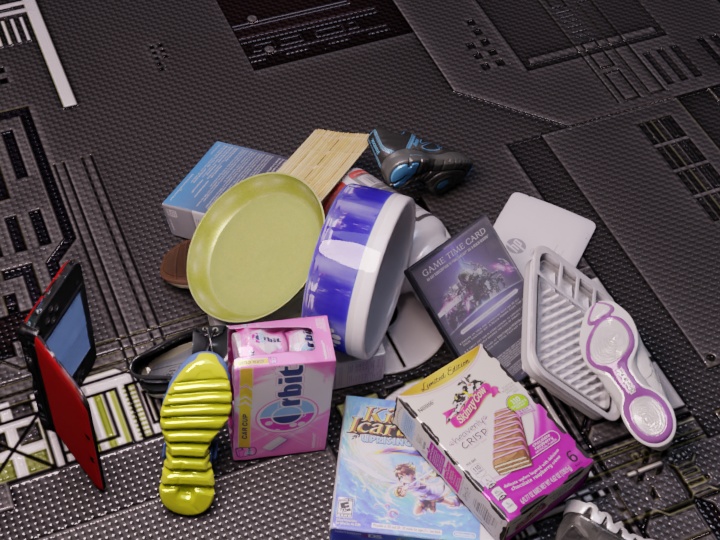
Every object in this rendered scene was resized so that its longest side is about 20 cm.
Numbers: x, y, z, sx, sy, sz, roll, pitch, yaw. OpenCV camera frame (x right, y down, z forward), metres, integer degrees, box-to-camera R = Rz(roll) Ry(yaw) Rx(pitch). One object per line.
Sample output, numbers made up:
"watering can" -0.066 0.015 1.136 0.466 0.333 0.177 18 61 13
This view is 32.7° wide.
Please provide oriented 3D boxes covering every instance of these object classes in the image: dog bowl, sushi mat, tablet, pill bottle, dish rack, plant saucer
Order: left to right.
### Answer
"plant saucer" -0.123 -0.025 1.507 0.199 0.031 0.201 -13 61 24
"sushi mat" -0.060 -0.136 1.629 0.095 0.012 0.200 10 36 22
"dog bowl" 0.000 0.000 1.464 0.078 0.201 0.201 16 51 11
"pill bottle" 0.041 -0.041 1.628 0.200 0.116 0.116 35 57 23
"tablet" 0.233 -0.022 1.693 0.130 0.014 0.200 23 52 15
"dish rack" 0.260 0.084 1.547 0.171 0.043 0.201 34 44 -28

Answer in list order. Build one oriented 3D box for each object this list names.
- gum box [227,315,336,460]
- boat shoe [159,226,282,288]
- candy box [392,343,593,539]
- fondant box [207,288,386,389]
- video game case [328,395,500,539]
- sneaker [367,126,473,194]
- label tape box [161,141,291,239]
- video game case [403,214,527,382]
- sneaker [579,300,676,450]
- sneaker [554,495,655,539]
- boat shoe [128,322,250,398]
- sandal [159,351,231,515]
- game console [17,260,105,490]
"gum box" -0.094 0.135 1.418 0.113 0.200 0.066 -5 51 -11
"boat shoe" -0.167 -0.002 1.595 0.202 0.075 0.075 -6 57 32
"candy box" 0.150 0.197 1.419 0.136 0.061 0.200 -29 59 -26
"fondant box" -0.082 0.085 1.555 0.199 0.058 0.145 -12 52 -12
"video game case" 0.071 0.242 1.445 0.199 0.046 0.182 6 50 1
"sneaker" 0.087 -0.159 1.701 0.200 0.073 0.082 5 46 -56
"label tape box" -0.146 -0.093 1.665 0.199 0.066 0.143 16 50 25
"video game case" 0.158 0.050 1.553 0.143 0.019 0.200 -35 96 -28
"sneaker" 0.328 0.134 1.516 0.075 0.100 0.201 -24 65 10
"sneaker" 0.301 0.337 1.373 0.199 0.067 0.091 26 56 21
"boat shoe" -0.192 0.100 1.471 0.199 0.066 0.075 -13 58 25
"sandal" -0.192 0.176 1.403 0.079 0.201 0.087 11 25 -10
"game console" -0.316 0.121 1.416 0.118 0.200 0.173 18 51 10
